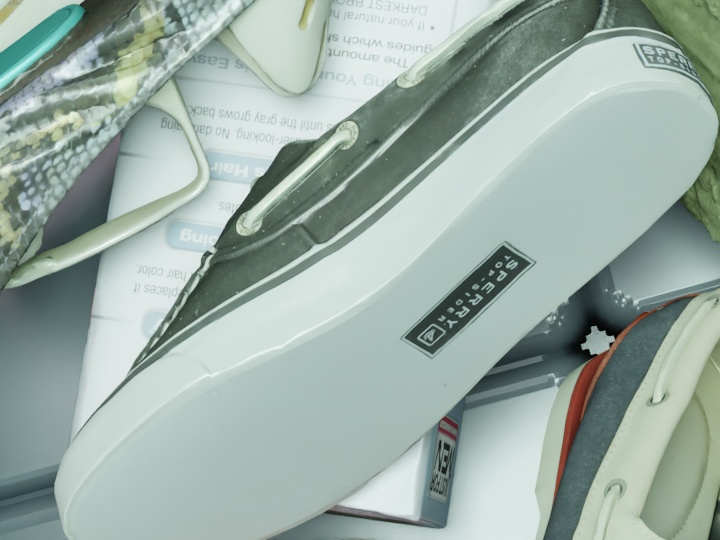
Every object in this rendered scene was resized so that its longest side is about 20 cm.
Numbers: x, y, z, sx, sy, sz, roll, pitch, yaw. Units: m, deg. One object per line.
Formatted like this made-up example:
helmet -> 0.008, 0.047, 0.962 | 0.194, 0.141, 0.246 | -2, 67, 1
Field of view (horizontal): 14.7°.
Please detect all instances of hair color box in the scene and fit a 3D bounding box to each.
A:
hair color box -> -0.012, -0.034, 0.784 | 0.099, 0.061, 0.200 | 8, 83, 10

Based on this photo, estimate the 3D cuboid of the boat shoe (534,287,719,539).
boat shoe -> 0.079, 0.086, 0.703 | 0.071, 0.200, 0.063 | 37, 131, -23

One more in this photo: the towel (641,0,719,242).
towel -> 0.108, -0.049, 0.693 | 0.036, 0.148, 0.200 | -25, 43, -13

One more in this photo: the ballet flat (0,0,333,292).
ballet flat -> -0.051, -0.059, 0.737 | 0.200, 0.072, 0.072 | -43, 79, 2

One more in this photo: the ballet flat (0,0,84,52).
ballet flat -> -0.117, -0.048, 0.800 | 0.067, 0.062, 0.200 | 32, 88, 11

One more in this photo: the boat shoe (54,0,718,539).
boat shoe -> 0.000, 0.000, 0.719 | 0.200, 0.071, 0.064 | -38, 47, 10

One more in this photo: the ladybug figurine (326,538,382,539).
ladybug figurine -> 0.025, 0.147, 0.739 | 0.200, 0.072, 0.136 | 34, 77, 6
